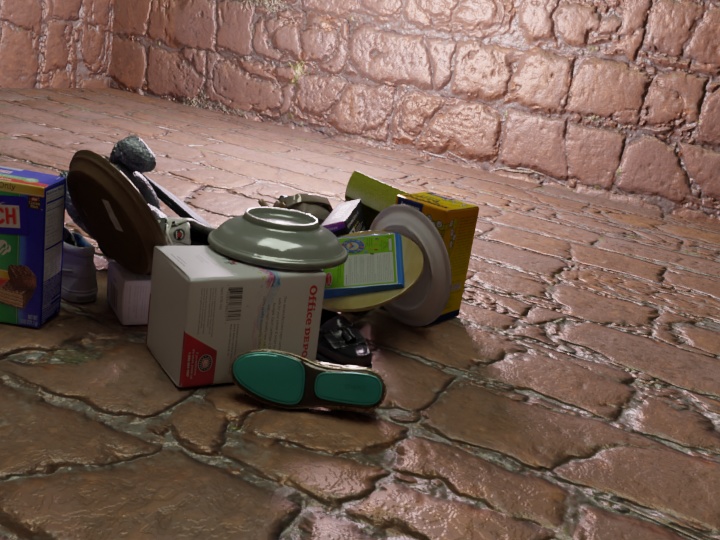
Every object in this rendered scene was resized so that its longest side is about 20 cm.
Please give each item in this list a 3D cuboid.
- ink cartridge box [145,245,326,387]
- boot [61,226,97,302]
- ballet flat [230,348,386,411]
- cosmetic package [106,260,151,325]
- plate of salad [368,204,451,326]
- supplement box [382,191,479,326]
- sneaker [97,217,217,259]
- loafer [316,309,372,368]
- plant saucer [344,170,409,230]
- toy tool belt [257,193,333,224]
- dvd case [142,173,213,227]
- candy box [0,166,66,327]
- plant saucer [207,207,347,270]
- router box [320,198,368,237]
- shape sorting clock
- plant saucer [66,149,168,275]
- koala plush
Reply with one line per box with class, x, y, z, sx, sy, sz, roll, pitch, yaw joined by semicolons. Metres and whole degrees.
ink cartridge box;-0.168;0.054;1.101;0.197;0.148;0.144;-1;18;-33
boot;-0.474;-0.027;1.288;0.198;0.097;0.073;21;20;35
ballet flat;-0.066;0.144;1.035;0.196;0.072;0.065;12;-11;0
cosmetic package;-0.277;0.031;1.251;0.197;0.075;0.101;-2;20;-31
plate of salad;0.082;-0.009;1.346;0.048;0.204;0.199;-15;28;-39
supplement box;0.118;-0.023;1.416;0.108;0.204;0.109;20;19;34
sneaker;-0.305;-0.055;1.274;0.197;0.075;0.088;-1;-14;-33
loafer;-0.049;0.085;1.207;0.071;0.064;0.199;-4;21;-34
plant saucer;0.033;-0.070;1.569;0.047;0.203;0.199;-22;29;-26
toy tool belt;-0.113;-0.101;1.619;0.122;0.126;0.199;34;12;24
dvd case;-0.331;-0.110;1.547;0.142;0.018;0.200;39;-2;12
candy box;-0.502;-0.038;1.124;0.166;0.204;0.077;9;16;0
plant saucer;-0.112;-0.052;1.141;0.196;0.051;0.200;9;15;-2
router box;-0.016;-0.033;1.456;0.050;0.152;0.200;-11;13;11
shape sorting clock;0.000;0.000;1.260;0.196;0.040;0.201;-5;36;3
plant saucer;-0.342;-0.073;1.135;0.198;0.202;0.029;22;49;37
koala plush;-0.378;-0.080;1.374;0.177;0.185;0.200;-38;68;-26
